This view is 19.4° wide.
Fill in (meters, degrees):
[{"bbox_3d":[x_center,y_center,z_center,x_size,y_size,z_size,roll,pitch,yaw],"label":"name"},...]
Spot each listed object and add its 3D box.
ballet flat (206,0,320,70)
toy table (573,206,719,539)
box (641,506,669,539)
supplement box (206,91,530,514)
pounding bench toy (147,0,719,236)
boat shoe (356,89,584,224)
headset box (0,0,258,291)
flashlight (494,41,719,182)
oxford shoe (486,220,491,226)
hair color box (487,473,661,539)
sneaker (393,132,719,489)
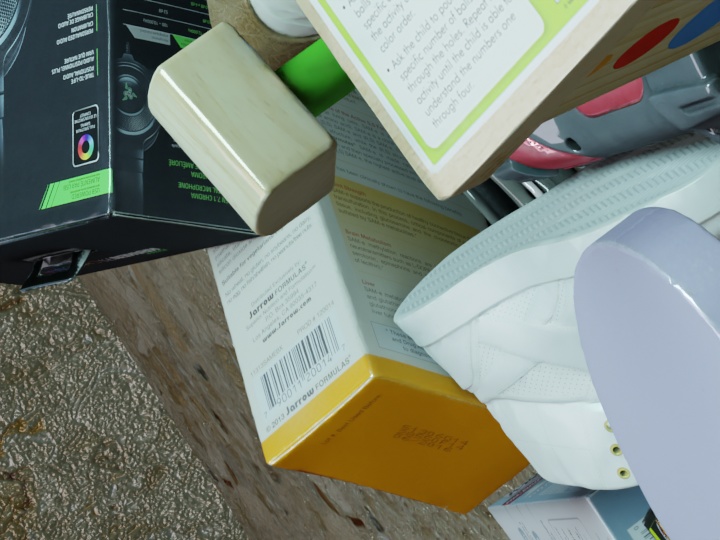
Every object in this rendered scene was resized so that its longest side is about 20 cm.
[{"bbox_3d":[-0.012,-0.147,0.778,0.072,0.067,0.201,55,136,50],"label":"ballet flat"},{"bbox_3d":[0.154,0.034,0.654,0.184,0.117,0.201,48,166,30],"label":"toy table"},{"bbox_3d":[0.209,0.150,0.900,0.200,0.047,0.193,51,169,17],"label":"box"},{"bbox_3d":[0.000,0.000,0.957,0.125,0.073,0.201,19,-139,-41],"label":"supplement box"},{"bbox_3d":[0.046,-0.102,0.512,0.125,0.155,0.200,54,137,11],"label":"pounding bench toy"},{"bbox_3d":[0.065,-0.033,0.912,0.200,0.057,0.067,53,167,15],"label":"boat shoe"},{"bbox_3d":[-0.135,-0.091,0.950,0.173,0.092,0.202,-9,79,43],"label":"headset box"},{"bbox_3d":[0.091,-0.074,0.749,0.200,0.067,0.069,163,118,-73],"label":"flashlight"},{"bbox_3d":[0.071,0.028,1.022,0.200,0.084,0.073,31,151,59],"label":"oxford shoe"},{"bbox_3d":[0.140,0.147,1.111,0.099,0.060,0.200,56,167,1],"label":"hair color box"},{"bbox_3d":[0.110,0.019,0.818,0.116,0.074,0.200,49,144,-8],"label":"sneaker"}]
